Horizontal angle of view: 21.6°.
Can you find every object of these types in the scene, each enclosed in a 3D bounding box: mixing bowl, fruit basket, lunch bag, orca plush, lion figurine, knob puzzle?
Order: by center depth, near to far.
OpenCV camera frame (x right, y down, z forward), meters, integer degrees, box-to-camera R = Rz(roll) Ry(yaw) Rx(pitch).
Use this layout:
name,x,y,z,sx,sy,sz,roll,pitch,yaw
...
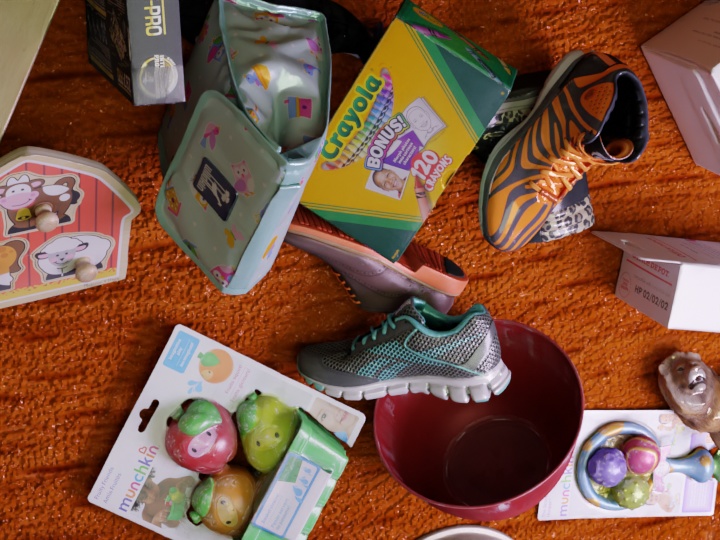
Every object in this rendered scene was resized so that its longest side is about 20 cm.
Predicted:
name,x,y,z,sx,sy,sz,roll,pitch,yaw
lunch bag,-0.094,-0.102,1.563,0.121,0.201,0.171,11,135,-21
knob puzzle,-0.276,-0.028,1.573,0.218,0.031,0.220,-17,147,-11
orca plush,-0.061,-0.202,1.644,0.199,0.071,0.106,22,97,-25
fruit basket,-0.120,0.172,1.719,0.199,0.094,0.186,27,96,-20
mixing bowl,0.118,0.158,1.769,0.199,0.200,0.109,-33,143,-9
lion figurine,0.395,0.129,1.911,0.199,0.123,0.073,-7,150,-34

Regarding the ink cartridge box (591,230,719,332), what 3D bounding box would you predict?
name,x,y,z,sx,sy,sz,roll,pitch,yaw
ink cartridge box,0.327,0.013,1.828,0.198,0.115,0.068,6,103,-21

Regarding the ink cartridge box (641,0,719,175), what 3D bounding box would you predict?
name,x,y,z,sx,sy,sz,roll,pitch,yaw
ink cartridge box,0.399,-0.195,1.778,0.199,0.145,0.148,-35,113,-8

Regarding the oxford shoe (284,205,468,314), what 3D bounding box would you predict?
name,x,y,z,sx,sy,sz,roll,pitch,yaw
oxford shoe,0.000,0.000,1.729,0.199,0.071,0.073,23,110,-18

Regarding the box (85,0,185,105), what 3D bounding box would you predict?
name,x,y,z,sx,sy,sz,roll,pitch,yaw
box,-0.187,-0.230,1.518,0.049,0.200,0.163,-5,106,-17

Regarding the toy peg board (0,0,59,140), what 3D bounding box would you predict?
name,x,y,z,sx,sy,sz,roll,pitch,yaw
toy peg board,-0.356,-0.209,1.534,0.198,0.098,0.201,24,96,-9

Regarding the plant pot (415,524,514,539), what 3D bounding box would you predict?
name,x,y,z,sx,sy,sz,roll,pitch,yaw
plant pot,0.123,0.374,1.817,0.199,0.183,0.202,-6,108,-19

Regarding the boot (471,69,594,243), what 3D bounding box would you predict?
name,x,y,z,sx,sy,sz,roll,pitch,yaw
boot,0.127,-0.094,1.747,0.202,0.073,0.155,-14,112,-15

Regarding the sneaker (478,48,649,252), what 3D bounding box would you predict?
name,x,y,z,sx,sy,sz,roll,pitch,yaw
sneaker,0.181,-0.098,1.665,0.077,0.112,0.201,23,97,-31

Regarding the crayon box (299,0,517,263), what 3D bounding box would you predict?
name,x,y,z,sx,sy,sz,roll,pitch,yaw
crayon box,0.035,-0.121,1.654,0.118,0.058,0.201,32,117,-3

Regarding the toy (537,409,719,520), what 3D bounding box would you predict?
name,x,y,z,sx,sy,sz,roll,pitch,yaw
toy,0.282,0.201,1.902,0.198,0.047,0.116,0,103,-21

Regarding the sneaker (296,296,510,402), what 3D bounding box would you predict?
name,x,y,z,sx,sy,sz,roll,pitch,yaw
sneaker,0.037,0.065,1.725,0.198,0.078,0.092,-1,113,12
